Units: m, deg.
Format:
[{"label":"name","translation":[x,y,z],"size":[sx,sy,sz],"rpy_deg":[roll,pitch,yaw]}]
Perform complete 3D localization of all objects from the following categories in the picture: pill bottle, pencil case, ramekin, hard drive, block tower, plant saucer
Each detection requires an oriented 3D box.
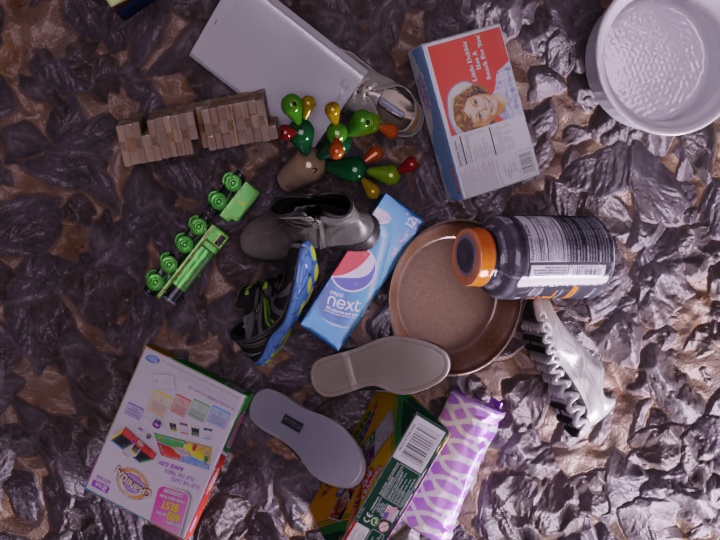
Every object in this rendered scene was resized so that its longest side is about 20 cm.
[{"label":"pill bottle","translation":[0.215,-0.017,1.491],"size":[0.197,0.106,0.108],"rpy_deg":[0,94,-26]},{"label":"pencil case","translation":[0.121,0.257,1.546],"size":[0.085,0.084,0.203],"rpy_deg":[21,95,-41]},{"label":"ramekin","translation":[0.387,-0.275,1.524],"size":[0.197,0.098,0.204],"rpy_deg":[0,95,-5]},{"label":"hard drive","translation":[-0.105,-0.261,1.482],"size":[0.199,0.026,0.132],"rpy_deg":[37,125,-4]},{"label":"block tower","translation":[-0.203,-0.181,1.482],"size":[0.196,0.054,0.059],"rpy_deg":[-9,112,3]},{"label":"plant saucer","translation":[0.119,0.034,1.530],"size":[0.197,0.037,0.204],"rpy_deg":[-3,97,-24]}]

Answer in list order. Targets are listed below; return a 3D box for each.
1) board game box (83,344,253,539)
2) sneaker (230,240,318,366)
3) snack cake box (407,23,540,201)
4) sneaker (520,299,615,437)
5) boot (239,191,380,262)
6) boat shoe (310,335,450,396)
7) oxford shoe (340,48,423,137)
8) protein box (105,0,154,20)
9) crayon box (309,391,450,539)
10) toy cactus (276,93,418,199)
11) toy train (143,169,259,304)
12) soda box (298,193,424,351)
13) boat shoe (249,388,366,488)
[{"label":"board game box","translation":[-0.246,0.219,1.512],"size":[0.151,0.040,0.203],"rpy_deg":[25,92,8]},{"label":"sneaker","translation":[-0.113,0.039,1.478],"size":[0.082,0.071,0.201],"rpy_deg":[33,129,2]},{"label":"snack cake box","translation":[0.145,-0.201,1.513],"size":[0.113,0.067,0.203],"rpy_deg":[-17,95,-14]},{"label":"sneaker","translation":[0.273,0.117,1.557],"size":[0.080,0.075,0.202],"rpy_deg":[-27,105,-11]},{"label":"boot","translation":[-0.081,-0.064,1.453],"size":[0.197,0.130,0.069],"rpy_deg":[-5,73,22]},{"label":"boat shoe","translation":[0.032,0.119,1.492],"size":[0.197,0.062,0.074],"rpy_deg":[-11,90,31]},{"label":"oxford shoe","translation":[-0.005,-0.235,1.513],"size":[0.198,0.058,0.076],"rpy_deg":[28,93,-5]},{"label":"protein box","translation":[-0.273,-0.452,1.435],"size":[0.197,0.135,0.201],"rpy_deg":[-35,96,-1]},{"label":"crayon box","translation":[0.019,0.254,1.487],"size":[0.058,0.172,0.202],"rpy_deg":[31,90,-15]},{"label":"toy cactus","translation":[-0.039,-0.141,1.477],"size":[0.198,0.164,0.104],"rpy_deg":[21,51,-40]},{"label":"toy train","translation":[-0.203,-0.040,1.518],"size":[0.056,0.042,0.201],"rpy_deg":[38,90,-17]},{"label":"soda box","translation":[0.000,0.000,1.522],"size":[0.064,0.068,0.202],"rpy_deg":[33,91,-5]},{"label":"boat shoe","translation":[-0.059,0.211,1.482],"size":[0.199,0.057,0.069],"rpy_deg":[32,85,37]}]
